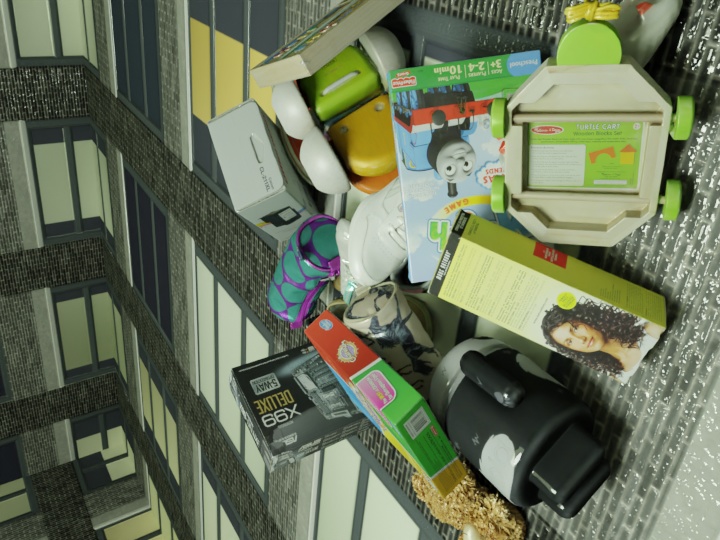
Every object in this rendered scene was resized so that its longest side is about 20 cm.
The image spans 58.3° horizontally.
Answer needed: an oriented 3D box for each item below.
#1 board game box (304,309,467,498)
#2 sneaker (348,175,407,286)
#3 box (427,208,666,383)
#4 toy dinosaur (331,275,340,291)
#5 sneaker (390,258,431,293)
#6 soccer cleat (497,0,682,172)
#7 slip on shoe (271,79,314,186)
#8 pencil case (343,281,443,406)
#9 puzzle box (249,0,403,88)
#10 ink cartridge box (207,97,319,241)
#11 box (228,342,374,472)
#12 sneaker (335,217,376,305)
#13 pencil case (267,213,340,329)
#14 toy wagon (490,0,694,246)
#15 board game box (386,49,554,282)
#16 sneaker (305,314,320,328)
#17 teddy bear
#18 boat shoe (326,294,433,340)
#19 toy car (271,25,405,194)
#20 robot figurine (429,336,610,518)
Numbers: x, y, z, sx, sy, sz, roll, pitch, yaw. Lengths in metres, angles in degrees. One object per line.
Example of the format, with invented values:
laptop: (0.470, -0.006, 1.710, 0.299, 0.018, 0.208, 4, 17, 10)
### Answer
board game box: (0.026, 0.149, 0.745, 0.199, 0.040, 0.155, 36, 161, 51)
sneaker: (0.058, -0.070, 0.697, 0.202, 0.074, 0.099, -55, 27, -5)
box: (0.164, 0.021, 0.581, 0.196, 0.050, 0.077, 24, 129, 10)
toy dinosaur: (-0.042, -0.021, 0.991, 0.198, 0.057, 0.104, 17, 116, 55)
sneaker: (0.103, -0.028, 0.731, 0.071, 0.080, 0.201, 65, 146, 22)
soccer cleat: (0.200, -0.153, 0.558, 0.200, 0.076, 0.070, -48, 21, 36)
slip on shoe: (-0.086, -0.230, 0.984, 0.060, 0.074, 0.206, -10, 99, 26)
pencil case: (0.060, 0.106, 0.779, 0.202, 0.077, 0.089, 54, 174, -16)
puzzle box: (-0.028, -0.284, 0.755, 0.132, 0.200, 0.026, 11, 140, 55)
ink cartridge box: (-0.141, -0.145, 0.984, 0.200, 0.081, 0.149, 39, -150, -75)
box: (-0.086, 0.199, 1.005, 0.159, 0.196, 0.050, 55, 144, 31)
sneaker: (0.000, 0.000, 0.823, 0.074, 0.090, 0.200, 27, 172, 15)
pencil case: (-0.079, 0.005, 0.952, 0.095, 0.083, 0.201, 69, 153, 19)
toy wagon: (0.183, -0.114, 0.521, 0.151, 0.040, 0.205, 5, 124, 19)
board game box: (0.110, -0.100, 0.638, 0.037, 0.147, 0.206, -95, -2, -80)
sneaker: (-0.025, 0.134, 1.002, 0.199, 0.076, 0.089, 34, 131, 48)
teddy bear: (0.121, 0.298, 0.832, 0.200, 0.065, 0.148, 43, 137, 43)
boat shoe: (0.026, 0.068, 0.907, 0.199, 0.062, 0.075, 20, 118, 54)
toy car: (-0.001, -0.182, 0.805, 0.203, 0.172, 0.150, 60, -179, 24)
robot figurine: (0.159, 0.154, 0.670, 0.199, 0.122, 0.154, 39, 129, 45)
